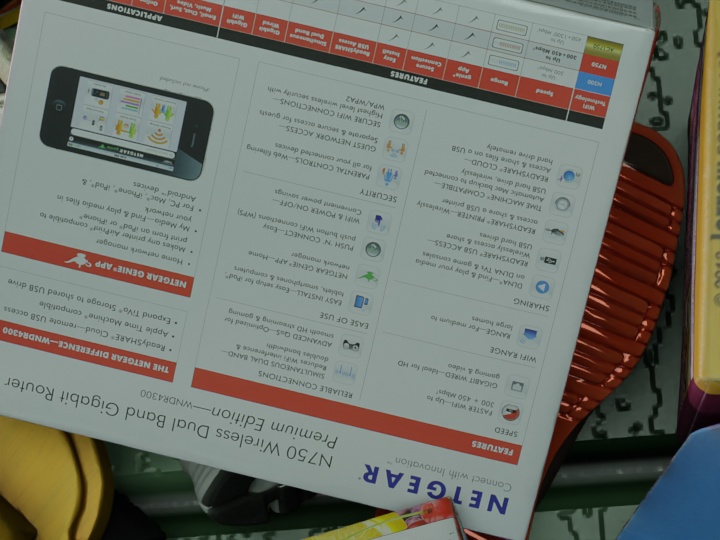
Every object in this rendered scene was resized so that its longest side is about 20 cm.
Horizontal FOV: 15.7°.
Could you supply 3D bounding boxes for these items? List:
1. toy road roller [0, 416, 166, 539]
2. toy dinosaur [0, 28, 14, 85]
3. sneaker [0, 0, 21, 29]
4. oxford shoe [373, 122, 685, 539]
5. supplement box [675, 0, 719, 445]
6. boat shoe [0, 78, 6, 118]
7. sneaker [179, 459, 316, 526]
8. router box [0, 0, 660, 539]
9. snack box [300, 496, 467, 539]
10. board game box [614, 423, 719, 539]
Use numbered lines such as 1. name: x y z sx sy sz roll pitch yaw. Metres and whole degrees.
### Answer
1. toy road roller: -0.175 0.113 0.921 0.123 0.146 0.200 42 87 10
2. toy dinosaur: -0.061 -0.038 0.929 0.200 0.047 0.088 14 51 8
3. sneaker: -0.207 -0.094 0.983 0.200 0.090 0.070 -32 80 0
4. oxford shoe: 0.054 0.036 0.934 0.071 0.073 0.200 28 97 0
5. supplement box: 0.161 -0.010 0.880 0.103 0.200 0.131 2 82 5
6. boat shoe: -0.120 -0.054 0.994 0.200 0.057 0.067 -21 94 7
7. sneaker: 0.000 0.000 0.961 0.200 0.078 0.090 -37 57 -12
8. router box: -0.021 -0.022 0.855 0.200 0.049 0.180 14 108 2
9. snack box: -0.041 0.173 0.887 0.200 0.169 0.068 -17 48 2
10. board game box: 0.163 0.098 0.891 0.158 0.200 0.039 18 47 -7
